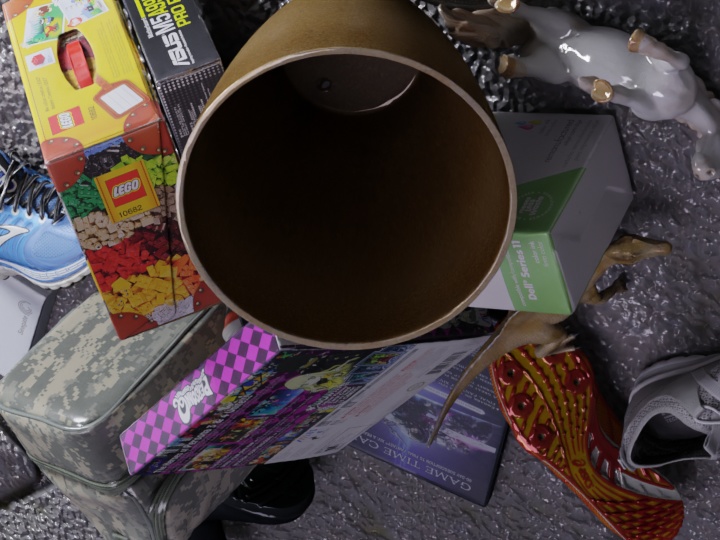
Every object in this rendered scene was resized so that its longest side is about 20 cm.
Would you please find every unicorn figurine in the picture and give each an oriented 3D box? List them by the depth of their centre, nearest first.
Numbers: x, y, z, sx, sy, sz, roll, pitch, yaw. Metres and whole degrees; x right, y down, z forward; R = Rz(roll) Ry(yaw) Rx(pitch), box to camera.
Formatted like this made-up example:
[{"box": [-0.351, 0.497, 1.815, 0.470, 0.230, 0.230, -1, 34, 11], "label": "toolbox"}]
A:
[{"box": [0.149, -0.109, 1.158, 0.200, 0.137, 0.074, 43, 105, 24], "label": "unicorn figurine"}]

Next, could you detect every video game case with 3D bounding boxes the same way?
[{"box": [-0.037, 0.077, 1.339, 0.200, 0.180, 0.036, -41, 62, 45], "label": "video game case"}, {"box": [0.045, 0.080, 1.466, 0.142, 0.019, 0.201, 23, 139, 13], "label": "video game case"}]

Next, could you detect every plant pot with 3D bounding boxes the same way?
[{"box": [-0.005, -0.088, 1.169, 0.184, 0.201, 0.188, 1, 123, 1], "label": "plant pot"}]

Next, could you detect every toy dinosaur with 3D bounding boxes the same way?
[{"box": [0.113, 0.027, 1.291, 0.200, 0.101, 0.058, -41, 78, 17], "label": "toy dinosaur"}]

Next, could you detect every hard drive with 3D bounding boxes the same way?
[{"box": [-0.346, 0.001, 1.645, 0.199, 0.027, 0.132, 31, 140, 3], "label": "hard drive"}]

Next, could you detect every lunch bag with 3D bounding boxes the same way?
[{"box": [-0.138, 0.100, 1.470, 0.139, 0.200, 0.168, 12, 139, 44], "label": "lunch bag"}]

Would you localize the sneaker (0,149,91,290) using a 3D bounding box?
[{"box": [-0.250, -0.040, 1.500, 0.199, 0.079, 0.089, -4, 130, 37], "label": "sneaker"}]

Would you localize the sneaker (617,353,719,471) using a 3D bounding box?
[{"box": [0.248, 0.088, 1.288, 0.075, 0.082, 0.199, 46, 139, -14], "label": "sneaker"}]

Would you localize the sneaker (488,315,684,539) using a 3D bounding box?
[{"box": [0.145, 0.112, 1.386, 0.201, 0.073, 0.077, 55, 175, -18], "label": "sneaker"}]

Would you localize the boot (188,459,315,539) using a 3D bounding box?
[{"box": [-0.115, 0.201, 1.643, 0.199, 0.076, 0.169, 19, 134, 28], "label": "boot"}]

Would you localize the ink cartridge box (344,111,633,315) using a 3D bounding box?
[{"box": [0.056, -0.041, 1.262, 0.198, 0.117, 0.068, 4, 133, 31], "label": "ink cartridge box"}]

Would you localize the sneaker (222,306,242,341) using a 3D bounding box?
[{"box": [0.000, 0.000, 1.365, 0.198, 0.083, 0.077, -8, 158, 4], "label": "sneaker"}]

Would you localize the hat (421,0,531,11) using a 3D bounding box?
[{"box": [0.026, -0.210, 1.144, 0.199, 0.081, 0.202, 19, 139, 18], "label": "hat"}]

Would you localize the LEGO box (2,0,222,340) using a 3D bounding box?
[{"box": [-0.161, -0.078, 1.309, 0.077, 0.201, 0.150, -21, 128, -4], "label": "LEGO box"}]

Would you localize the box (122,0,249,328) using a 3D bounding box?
[{"box": [-0.098, -0.083, 1.302, 0.044, 0.161, 0.201, -20, 127, -3], "label": "box"}]
